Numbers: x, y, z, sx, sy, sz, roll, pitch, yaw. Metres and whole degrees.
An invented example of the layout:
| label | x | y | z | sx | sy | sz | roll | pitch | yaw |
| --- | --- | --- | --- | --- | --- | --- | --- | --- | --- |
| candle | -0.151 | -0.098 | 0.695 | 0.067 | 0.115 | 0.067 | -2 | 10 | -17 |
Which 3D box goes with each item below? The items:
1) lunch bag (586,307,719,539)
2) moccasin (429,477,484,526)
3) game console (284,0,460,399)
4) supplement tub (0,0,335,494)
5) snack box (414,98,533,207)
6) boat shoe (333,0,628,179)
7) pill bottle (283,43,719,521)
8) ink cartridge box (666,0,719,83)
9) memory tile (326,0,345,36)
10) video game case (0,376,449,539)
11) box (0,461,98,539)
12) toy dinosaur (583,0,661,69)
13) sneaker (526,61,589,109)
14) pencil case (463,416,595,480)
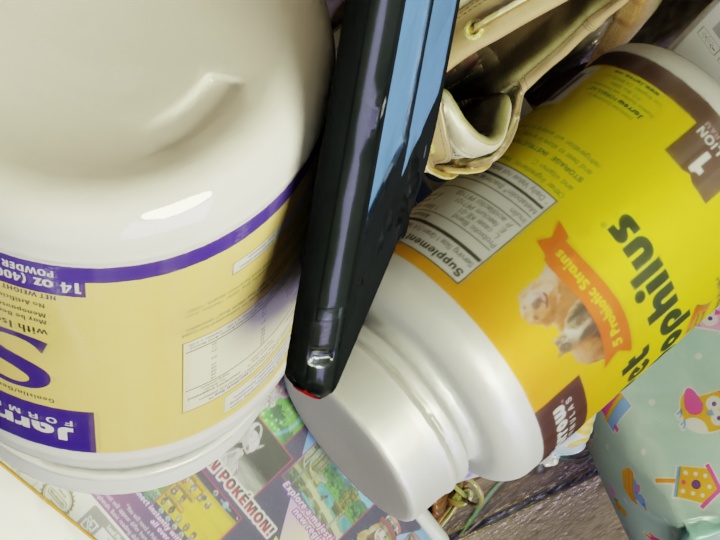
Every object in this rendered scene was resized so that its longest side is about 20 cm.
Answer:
| label | x | y | z | sx | sy | sz | roll | pitch | yaw |
| --- | --- | --- | --- | --- | --- | --- | --- | --- | --- |
| lunch bag | 0.189 | 0.097 | 1.308 | 0.121 | 0.171 | 0.200 | -22 | 156 | -6 |
| moccasin | 0.025 | 0.113 | 1.248 | 0.201 | 0.078 | 0.074 | -15 | 150 | -36 |
| game console | 0.015 | -0.083 | 0.721 | 0.031 | 0.177 | 0.201 | 11 | 119 | 2 |
| supplement tub | -0.084 | -0.024 | 0.758 | 0.145 | 0.146 | 0.200 | -25 | 154 | -18 |
| snack box | 0.000 | 0.000 | 0.970 | 0.200 | 0.072 | 0.024 | -37 | -172 | -12 |
| boat shoe | 0.030 | -0.070 | 0.870 | 0.074 | 0.067 | 0.200 | -5 | 145 | -47 |
| pill bottle | 0.068 | 0.007 | 0.914 | 0.200 | 0.109 | 0.109 | -39 | 159 | -16 |
| ink cartridge box | 0.212 | -0.132 | 0.975 | 0.176 | 0.045 | 0.200 | -37 | 177 | -10 |
| memory tile | -0.014 | -0.097 | 0.870 | 0.153 | 0.017 | 0.200 | -9 | 148 | -43 |
| video game case | -0.081 | 0.102 | 0.916 | 0.182 | 0.023 | 0.200 | -44 | 116 | -14 |
| box | -0.188 | 0.098 | 0.825 | 0.119 | 0.200 | 0.041 | -51 | -169 | -13 |
| toy dinosaur | 0.122 | -0.142 | 0.926 | 0.106 | 0.061 | 0.200 | -10 | 149 | 3 |
| sneaker | 0.055 | -0.017 | 1.039 | 0.090 | 0.075 | 0.200 | -11 | 148 | -51 |
| pencil case | 0.025 | 0.082 | 1.177 | 0.199 | 0.083 | 0.091 | -21 | 111 | -23 |
